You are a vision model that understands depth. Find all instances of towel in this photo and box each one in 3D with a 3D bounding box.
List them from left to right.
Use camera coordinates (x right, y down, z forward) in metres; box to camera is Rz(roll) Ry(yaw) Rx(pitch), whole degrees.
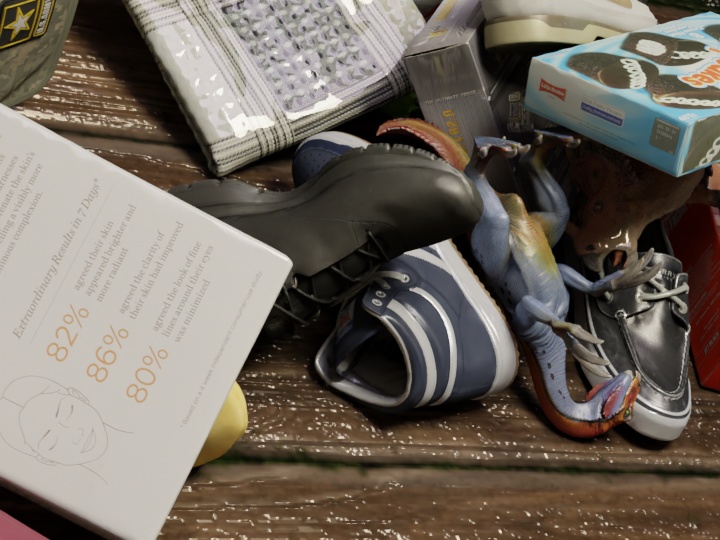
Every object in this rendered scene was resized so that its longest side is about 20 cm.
[{"bbox_3d":[-0.058,-0.181,1.261,0.192,0.035,0.201,-25,79,-25],"label":"towel"}]

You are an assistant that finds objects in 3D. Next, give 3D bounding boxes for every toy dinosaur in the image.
[{"bbox_3d":[0.110,0.006,1.194,0.104,0.183,0.199,-15,22,-37],"label":"toy dinosaur"},{"bbox_3d":[0.177,-0.084,1.279,0.134,0.086,0.200,3,30,-11],"label":"toy dinosaur"}]

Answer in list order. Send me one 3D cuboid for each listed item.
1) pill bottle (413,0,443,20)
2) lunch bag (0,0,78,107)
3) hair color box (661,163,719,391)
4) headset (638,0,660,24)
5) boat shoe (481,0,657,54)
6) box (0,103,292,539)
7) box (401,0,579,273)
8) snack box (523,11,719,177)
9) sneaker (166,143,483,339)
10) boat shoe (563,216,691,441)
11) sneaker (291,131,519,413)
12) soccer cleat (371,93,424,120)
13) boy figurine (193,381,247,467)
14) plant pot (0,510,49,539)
[{"bbox_3d":[-0.024,-0.244,1.386,0.199,0.109,0.109,6,43,-31],"label":"pill bottle"},{"bbox_3d":[-0.214,-0.188,1.136,0.117,0.165,0.201,18,40,-7],"label":"lunch bag"},{"bbox_3d":[0.276,0.002,1.360,0.110,0.064,0.201,16,38,-19],"label":"hair color box"},{"bbox_3d":[0.168,-0.200,1.525,0.123,0.095,0.200,-6,35,-34],"label":"headset"},{"bbox_3d":[0.140,-0.174,1.263,0.200,0.074,0.069,-6,92,-62],"label":"boat shoe"},{"bbox_3d":[-0.157,0.021,0.931,0.199,0.106,0.153,28,79,-5],"label":"box"},{"bbox_3d":[0.102,-0.116,1.305,0.159,0.048,0.200,67,29,-23],"label":"box"},{"bbox_3d":[0.206,-0.113,1.211,0.116,0.037,0.199,28,31,33],"label":"snack box"},{"bbox_3d":[-0.025,-0.008,1.086,0.076,0.199,0.091,51,34,-47],"label":"sneaker"},{"bbox_3d":[0.181,0.019,1.267,0.071,0.068,0.201,18,39,-19],"label":"boat shoe"},{"bbox_3d":[0.000,0.000,1.157,0.108,0.070,0.200,-15,60,-47],"label":"sneaker"},{"bbox_3d":[0.003,-0.153,1.324,0.199,0.067,0.082,20,69,-15],"label":"soccer cleat"},{"bbox_3d":[-0.135,0.023,1.039,0.200,0.065,0.124,39,39,7],"label":"boy figurine"},{"bbox_3d":[-0.204,0.149,0.755,0.178,0.200,0.201,23,35,-37],"label":"plant pot"}]
